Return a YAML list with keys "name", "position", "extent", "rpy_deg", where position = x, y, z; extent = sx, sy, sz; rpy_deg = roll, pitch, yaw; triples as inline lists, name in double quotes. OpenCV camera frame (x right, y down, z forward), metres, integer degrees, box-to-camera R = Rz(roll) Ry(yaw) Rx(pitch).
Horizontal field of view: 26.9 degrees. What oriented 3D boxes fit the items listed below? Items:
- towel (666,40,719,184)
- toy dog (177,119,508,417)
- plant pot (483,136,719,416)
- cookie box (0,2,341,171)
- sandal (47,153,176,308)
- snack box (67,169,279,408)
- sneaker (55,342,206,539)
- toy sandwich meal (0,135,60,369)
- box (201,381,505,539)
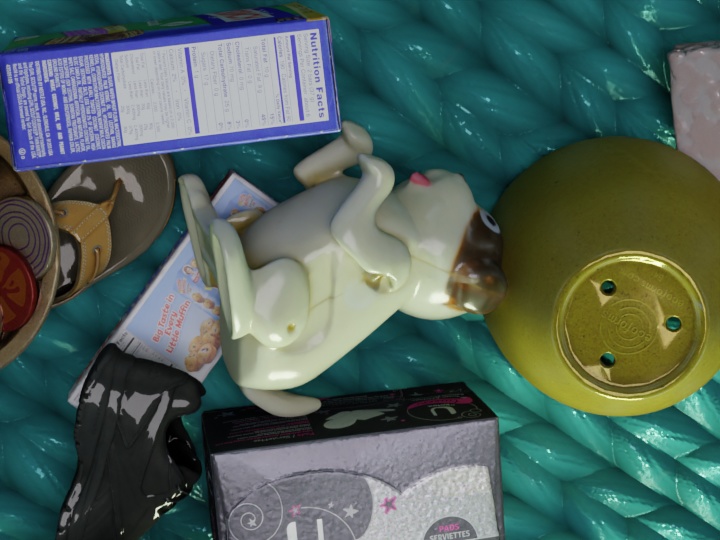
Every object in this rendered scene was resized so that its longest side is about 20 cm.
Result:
- name: "towel"
  position: [0.324, -0.078, 1.061]
  extent: [0.199, 0.032, 0.192]
  rpy_deg: [-3, 110, 24]
- name: "toy dog"
  position: [0.000, 0.000, 1.006]
  extent: [0.199, 0.140, 0.195]
  rpy_deg: [-15, 106, -12]
- name: "plant pot"
  position: [0.177, 0.018, 1.029]
  extent: [0.199, 0.142, 0.201]
  rpy_deg: [1, 103, 5]
- name: "cookie box"
  position: [-0.123, -0.122, 0.971]
  extent: [0.199, 0.171, 0.076]
  rpy_deg: [-8, 103, -8]
- name: "sandal"
  position: [-0.208, -0.016, 1.033]
  extent: [0.200, 0.054, 0.080]
  rpy_deg: [-35, 102, -2]
- name: "snack box"
  position: [-0.121, 0.030, 1.069]
  extent: [0.072, 0.024, 0.200]
  rpy_deg: [36, 92, -13]
- name: "sneaker"
  position: [-0.158, 0.151, 1.038]
  extent: [0.090, 0.076, 0.201]
  rpy_deg: [13, 115, -3]
- name: "toy sandwich meal"
  position: [-0.298, -0.013, 0.990]
  extent: [0.204, 0.070, 0.206]
  rpy_deg: [1, 97, 11]
- name: "box"
  position: [-0.006, 0.164, 1.061]
  extent: [0.199, 0.115, 0.133]
  rpy_deg: [-6, 100, -7]
